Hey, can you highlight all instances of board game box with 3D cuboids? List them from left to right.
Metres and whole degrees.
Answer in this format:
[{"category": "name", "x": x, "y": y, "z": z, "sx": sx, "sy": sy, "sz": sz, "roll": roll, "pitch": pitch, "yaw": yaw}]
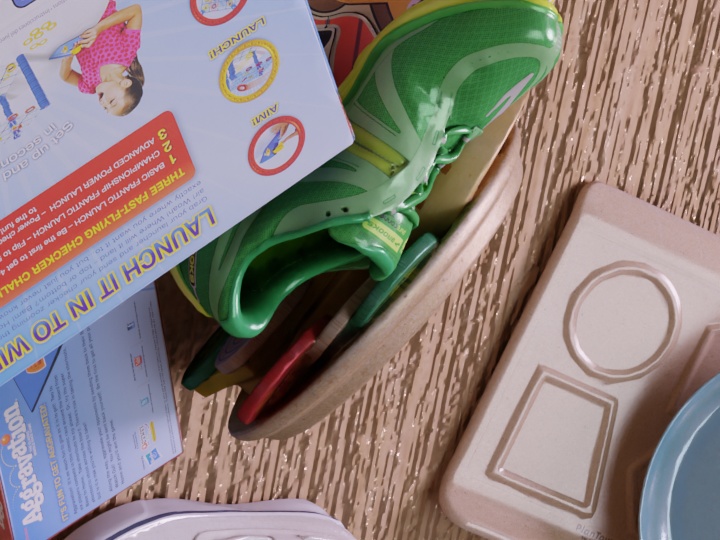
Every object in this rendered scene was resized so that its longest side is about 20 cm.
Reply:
[{"category": "board game box", "x": -0.117, "y": -0.076, "z": 1.045, "sx": 0.200, "sy": 0.056, "sz": 0.196, "roll": -35, "pitch": 137, "yaw": -15}, {"category": "board game box", "x": -0.135, "y": 0.025, "z": 1.237, "sx": 0.103, "sy": 0.019, "sz": 0.200, "roll": -32, "pitch": 133, "yaw": -32}]

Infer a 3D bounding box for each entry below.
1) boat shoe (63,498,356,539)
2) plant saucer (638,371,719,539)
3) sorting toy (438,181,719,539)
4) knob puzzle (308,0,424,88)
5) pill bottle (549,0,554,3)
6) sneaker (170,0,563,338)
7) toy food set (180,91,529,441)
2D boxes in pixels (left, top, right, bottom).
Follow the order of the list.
[{"category": "boat shoe", "x": -0.063, "y": 0.160, "z": 1.340, "sx": 0.202, "sy": 0.086, "sz": 0.075, "roll": 2, "pitch": 111, "yaw": -48}, {"category": "plant saucer", "x": 0.249, "y": 0.135, "z": 1.493, "sx": 0.027, "sy": 0.200, "sz": 0.200, "roll": -52, "pitch": 168, "yaw": -85}, {"category": "sorting toy", "x": 0.156, "y": 0.073, "z": 1.515, "sx": 0.185, "sy": 0.036, "sz": 0.200, "roll": 24, "pitch": 92, "yaw": -20}, {"category": "knob puzzle", "x": -0.027, "y": -0.099, "z": 1.160, "sx": 0.219, "sy": 0.030, "sz": 0.220, "roll": -10, "pitch": 134, "yaw": -10}, {"category": "pill bottle", "x": 0.075, "y": -0.201, "z": 1.254, "sx": 0.200, "sy": 0.112, "sz": 0.112, "roll": -55, "pitch": 140, "yaw": -8}, {"category": "sneaker", "x": 0.010, "y": -0.041, "z": 1.158, "sx": 0.200, "sy": 0.084, "sz": 0.074, "roll": -37, "pitch": 146, "yaw": 14}, {"category": "toy food set", "x": 0.000, "y": 0.000, "z": 1.262, "sx": 0.049, "sy": 0.200, "sz": 0.198, "roll": 42, "pitch": 69, "yaw": -10}]
